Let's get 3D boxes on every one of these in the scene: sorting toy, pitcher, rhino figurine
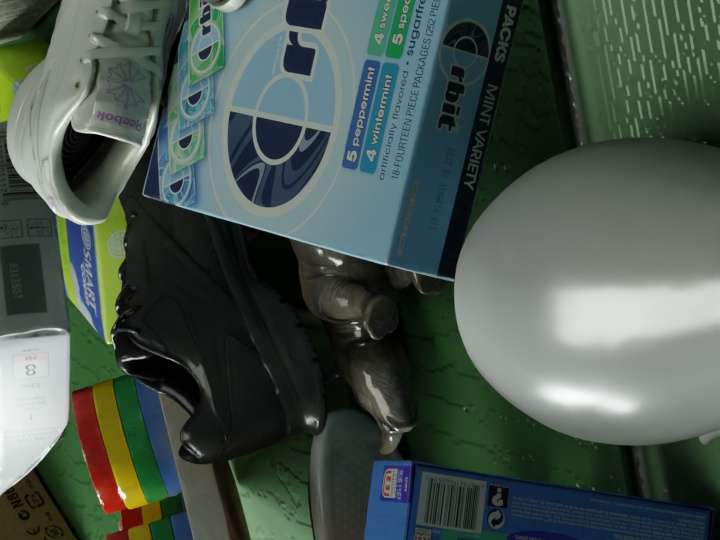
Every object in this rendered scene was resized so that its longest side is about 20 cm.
[{"bbox_3d":[-0.096,0.153,1.281,0.201,0.069,0.200,76,177,-53],"label":"sorting toy"},{"bbox_3d":[0.145,0.027,0.937,0.199,0.121,0.172,-5,119,46],"label":"pitcher"},{"bbox_3d":[0.000,0.000,1.177,0.087,0.059,0.202,26,131,55],"label":"rhino figurine"}]

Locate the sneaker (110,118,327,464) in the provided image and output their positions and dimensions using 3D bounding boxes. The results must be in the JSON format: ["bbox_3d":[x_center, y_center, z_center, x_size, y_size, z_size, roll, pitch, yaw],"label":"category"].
[{"bbox_3d":[-0.093,0.008,1.207,0.201,0.090,0.076,60,164,24],"label":"sneaker"}]

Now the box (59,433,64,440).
[{"bbox_3d":[-0.269,0.027,1.620,0.200,0.035,0.111,36,136,41],"label":"box"}]

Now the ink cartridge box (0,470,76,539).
[{"bbox_3d":[-0.280,0.188,1.695,0.200,0.075,0.165,54,144,22],"label":"ink cartridge box"}]

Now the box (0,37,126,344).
[{"bbox_3d":[-0.158,-0.045,1.372,0.200,0.047,0.123,40,139,54],"label":"box"}]

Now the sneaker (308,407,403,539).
[{"bbox_3d":[-0.013,0.165,1.279,0.099,0.070,0.202,7,118,49],"label":"sneaker"}]

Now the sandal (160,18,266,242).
[{"bbox_3d":[-0.074,-0.103,1.232,0.082,0.054,0.201,42,139,36],"label":"sandal"}]

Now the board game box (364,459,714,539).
[{"bbox_3d":[0.068,0.191,1.025,0.045,0.151,0.202,170,109,-66],"label":"board game box"}]

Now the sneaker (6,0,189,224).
[{"bbox_3d":[-0.111,-0.115,1.161,0.100,0.074,0.201,54,129,57],"label":"sneaker"}]

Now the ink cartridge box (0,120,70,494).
[{"bbox_3d":[-0.193,0.043,1.339,0.201,0.057,0.163,93,166,-46],"label":"ink cartridge box"}]

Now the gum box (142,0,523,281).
[{"bbox_3d":[-0.012,-0.098,1.084,0.199,0.044,0.171,17,94,53],"label":"gum box"}]

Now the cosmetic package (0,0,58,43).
[{"bbox_3d":[-0.212,-0.193,1.344,0.200,0.103,0.088,-30,81,56],"label":"cosmetic package"}]

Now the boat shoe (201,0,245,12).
[{"bbox_3d":[-0.065,-0.221,1.086,0.072,0.060,0.203,23,106,53],"label":"boat shoe"}]
